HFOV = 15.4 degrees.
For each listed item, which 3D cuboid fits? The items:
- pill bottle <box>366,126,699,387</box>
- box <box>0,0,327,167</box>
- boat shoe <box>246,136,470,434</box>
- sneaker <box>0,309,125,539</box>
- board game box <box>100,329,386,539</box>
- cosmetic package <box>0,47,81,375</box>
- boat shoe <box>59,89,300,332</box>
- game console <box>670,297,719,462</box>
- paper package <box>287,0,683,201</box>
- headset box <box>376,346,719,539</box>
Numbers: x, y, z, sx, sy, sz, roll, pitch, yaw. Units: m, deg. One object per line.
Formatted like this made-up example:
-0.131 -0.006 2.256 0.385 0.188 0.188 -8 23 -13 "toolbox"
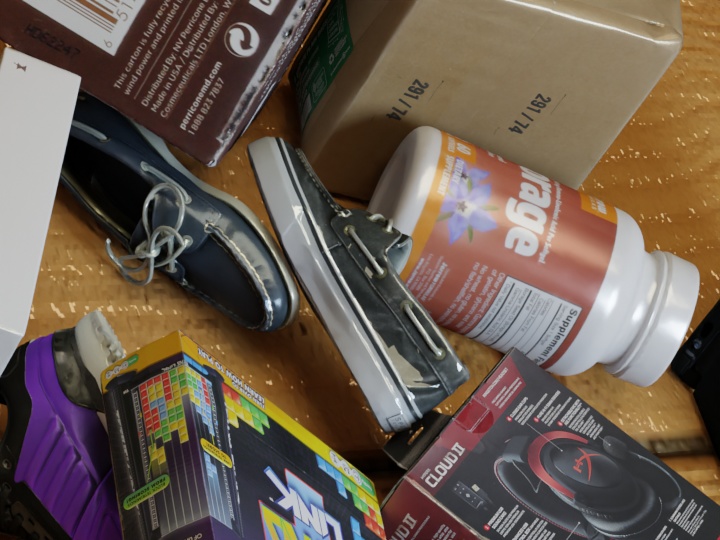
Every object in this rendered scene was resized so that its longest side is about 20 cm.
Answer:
0.104 -0.003 1.659 0.200 0.112 0.112 23 43 -11 "pill bottle"
-0.105 -0.185 1.612 0.164 0.166 0.200 31 12 -1 "box"
0.000 0.000 1.571 0.071 0.072 0.200 -28 73 -3 "boat shoe"
-0.151 0.129 1.418 0.099 0.070 0.201 -19 72 2 "sneaker"
-0.049 0.148 1.393 0.200 0.057 0.166 41 26 -47 "board game box"
-0.212 0.001 1.438 0.052 0.151 0.200 20 44 -14 "cosmetic package"
-0.119 -0.032 1.580 0.200 0.075 0.062 47 44 12 "boat shoe"
0.295 0.028 1.679 0.116 0.200 0.176 45 43 13 "game console"
0.075 -0.134 1.699 0.190 0.200 0.104 14 46 -21 "paper package"
0.104 0.148 1.544 0.200 0.075 0.149 37 42 5 "headset box"
